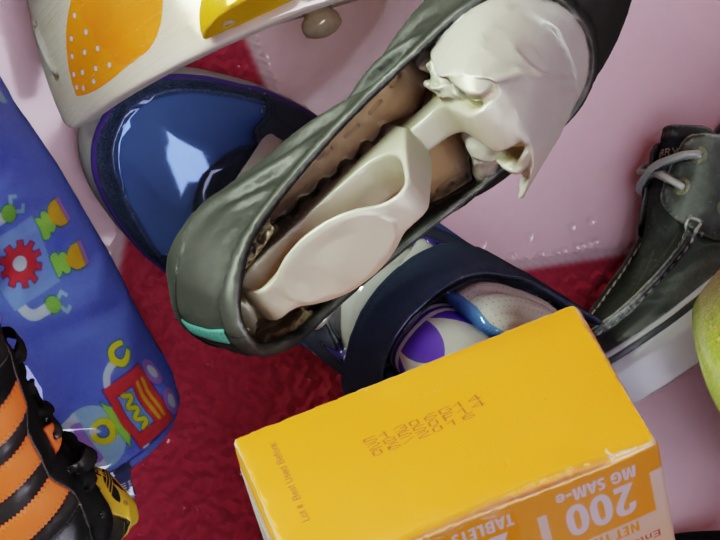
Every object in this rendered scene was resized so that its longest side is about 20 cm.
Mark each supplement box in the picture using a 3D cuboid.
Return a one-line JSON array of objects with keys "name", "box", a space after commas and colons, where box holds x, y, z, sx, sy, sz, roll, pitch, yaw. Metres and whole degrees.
[{"name": "supplement box", "box": [0.044, 0.122, 0.951, 0.126, 0.074, 0.200, -22, 135, -6]}]

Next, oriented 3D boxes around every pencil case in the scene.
[{"name": "pencil case", "box": [-0.140, -0.007, 0.974, 0.087, 0.078, 0.200, -39, 109, -31]}]

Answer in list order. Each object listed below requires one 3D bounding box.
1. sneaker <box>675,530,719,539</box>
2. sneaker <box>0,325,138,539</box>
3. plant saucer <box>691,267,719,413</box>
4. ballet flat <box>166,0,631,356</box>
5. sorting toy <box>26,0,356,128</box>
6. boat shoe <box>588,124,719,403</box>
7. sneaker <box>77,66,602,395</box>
[{"name": "sneaker", "box": [0.083, 0.182, 1.087, 0.201, 0.067, 0.108, -21, 106, -10]}, {"name": "sneaker", "box": [-0.118, 0.060, 0.927, 0.090, 0.070, 0.200, 0, 111, -11]}, {"name": "plant saucer", "box": [0.195, -0.004, 1.036, 0.200, 0.048, 0.200, -51, 153, -7]}, {"name": "ballet flat", "box": [0.024, -0.039, 0.917, 0.200, 0.068, 0.068, -43, 116, 0]}, {"name": "sorting toy", "box": [-0.032, -0.170, 0.976, 0.200, 0.107, 0.180, -19, 84, -21]}, {"name": "boat shoe", "box": [0.138, -0.029, 1.073, 0.200, 0.072, 0.071, -45, 102, -17]}, {"name": "sneaker", "box": [0.000, 0.000, 0.984, 0.200, 0.146, 0.081, 36, 87, -20]}]
